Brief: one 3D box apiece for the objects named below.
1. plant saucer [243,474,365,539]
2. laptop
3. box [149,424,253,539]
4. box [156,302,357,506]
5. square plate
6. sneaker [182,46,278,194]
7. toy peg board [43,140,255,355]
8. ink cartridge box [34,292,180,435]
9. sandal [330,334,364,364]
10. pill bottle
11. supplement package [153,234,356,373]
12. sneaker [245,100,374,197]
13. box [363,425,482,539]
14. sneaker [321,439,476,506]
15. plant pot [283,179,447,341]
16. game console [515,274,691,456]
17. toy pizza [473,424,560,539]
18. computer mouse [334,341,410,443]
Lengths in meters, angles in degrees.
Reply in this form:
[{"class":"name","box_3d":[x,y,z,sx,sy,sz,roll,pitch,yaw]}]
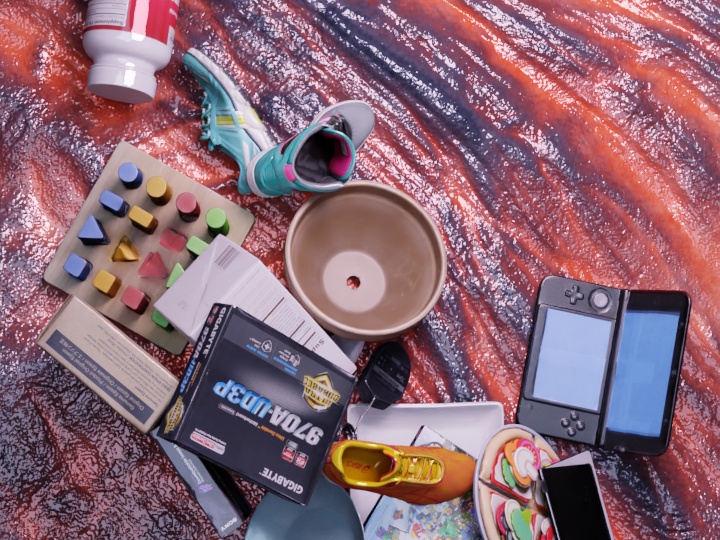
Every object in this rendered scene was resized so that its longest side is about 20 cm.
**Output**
[{"class":"plant saucer","box_3d":[-0.059,0.345,1.624,0.199,0.038,0.204,-14,69,38]},{"class":"laptop","box_3d":[0.290,0.309,1.595,0.115,0.199,0.190,-18,83,36]},{"class":"box","box_3d":[-0.181,0.237,1.587,0.036,0.200,0.144,-35,87,-3]},{"class":"box","box_3d":[-0.111,0.150,1.514,0.199,0.046,0.161,34,73,-35]},{"class":"square plate","box_3d":[0.081,0.265,1.686,0.195,0.028,0.203,-1,83,-4]},{"class":"sneaker","box_3d":[-0.169,-0.188,1.705,0.079,0.078,0.201,-32,86,3]},{"class":"toy peg board","box_3d":[-0.260,-0.033,1.668,0.197,0.098,0.202,29,82,0]},{"class":"ink cartridge box","box_3d":[-0.283,0.116,1.597,0.164,0.200,0.075,38,82,2]},{"class":"sandal","box_3d":[-0.046,0.164,1.670,0.207,0.079,0.059,-53,125,-21]},{"class":"pill bottle","box_3d":[-0.283,-0.317,1.692,0.110,0.112,0.203,8,83,-2]},{"class":"supplement package","box_3d":[-0.123,0.078,1.606,0.120,0.121,0.200,-47,123,-9]},{"class":"sneaker","box_3d":[-0.034,-0.153,1.655,0.199,0.120,0.084,-36,111,-29]},{"class":"box","box_3d":[0.081,0.309,1.647,0.136,0.038,0.201,31,83,1]},{"class":"sneaker","box_3d":[0.051,0.237,1.588,0.197,0.077,0.074,6,80,-20]},{"class":"plant pot","box_3d":[0.000,0.000,1.668,0.198,0.093,0.204,4,66,-10]},{"class":"game console","box_3d":[0.294,0.112,1.671,0.170,0.119,0.203,12,82,-2]},{"class":"toy pizza","box_3d":[0.206,0.281,1.626,0.199,0.031,0.203,23,58,-41]},{"class":"computer mouse","box_3d":[0.005,0.170,1.661,0.059,0.034,0.201,41,56,-15]}]
